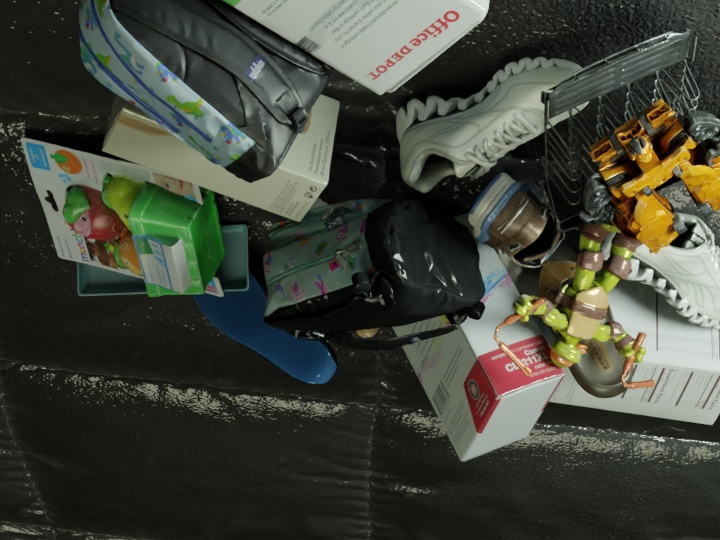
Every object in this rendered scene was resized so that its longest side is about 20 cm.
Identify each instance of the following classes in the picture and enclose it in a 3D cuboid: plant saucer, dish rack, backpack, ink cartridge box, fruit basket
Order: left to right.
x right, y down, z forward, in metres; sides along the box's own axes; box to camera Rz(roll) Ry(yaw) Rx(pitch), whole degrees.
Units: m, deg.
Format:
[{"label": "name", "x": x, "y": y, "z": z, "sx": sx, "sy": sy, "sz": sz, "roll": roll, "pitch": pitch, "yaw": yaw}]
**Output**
[{"label": "fruit basket", "x": -0.243, "y": -0.046, "z": 1.582, "sx": 0.198, "sy": 0.094, "sz": 0.186, "roll": 10, "pitch": 141, "yaw": 12}, {"label": "plant saucer", "x": -0.210, "y": -0.011, "z": 1.662, "sx": 0.198, "sy": 0.071, "sz": 0.019, "roll": -2, "pitch": 179, "yaw": 17}, {"label": "backpack", "x": -0.139, "y": -0.189, "z": 1.298, "sx": 0.200, "sy": 0.164, "sz": 0.153, "roll": 38, "pitch": 152, "yaw": -28}, {"label": "ink cartridge box", "x": -0.013, "y": -0.246, "z": 1.238, "sx": 0.199, "sy": 0.085, "sz": 0.146, "roll": 28, "pitch": 142, "yaw": -27}, {"label": "backpack", "x": 0.000, "y": 0.000, "z": 1.474, "sx": 0.199, "sy": 0.128, "sz": 0.166, "roll": -14, "pitch": 155, "yaw": 38}, {"label": "ink cartridge box", "x": 0.108, "y": 0.065, "z": 1.568, "sx": 0.082, "sy": 0.201, "sz": 0.146, "roll": -17, "pitch": 154, "yaw": -21}, {"label": "dish rack", "x": 0.225, "y": -0.122, "z": 1.330, "sx": 0.152, "sy": 0.055, "sz": 0.200, "roll": -25, "pitch": 155, "yaw": -4}]

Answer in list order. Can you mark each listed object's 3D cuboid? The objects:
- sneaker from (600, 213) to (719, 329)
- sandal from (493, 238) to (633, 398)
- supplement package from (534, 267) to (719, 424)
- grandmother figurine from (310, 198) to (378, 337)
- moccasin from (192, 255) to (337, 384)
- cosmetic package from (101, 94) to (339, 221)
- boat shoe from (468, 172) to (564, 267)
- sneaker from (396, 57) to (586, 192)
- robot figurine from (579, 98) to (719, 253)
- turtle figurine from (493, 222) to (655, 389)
[{"label": "sneaker", "x": 0.328, "y": -0.006, "z": 1.538, "sx": 0.199, "sy": 0.076, "sz": 0.081, "roll": 27, "pitch": 134, "yaw": -26}, {"label": "sandal", "x": 0.205, "y": 0.033, "z": 1.535, "sx": 0.081, "sy": 0.201, "sz": 0.055, "roll": -26, "pitch": 167, "yaw": -9}, {"label": "supplement package", "x": 0.286, "y": 0.076, "z": 1.626, "sx": 0.198, "sy": 0.115, "sz": 0.110, "roll": 9, "pitch": 146, "yaw": -1}, {"label": "grandmother figurine", "x": -0.036, "y": -0.002, "z": 1.640, "sx": 0.120, "sy": 0.061, "sz": 0.201, "roll": -14, "pitch": 140, "yaw": 3}, {"label": "moccasin", "x": -0.109, "y": 0.056, "z": 1.678, "sx": 0.200, "sy": 0.081, "sz": 0.068, "roll": 45, "pitch": -174, "yaw": 9}, {"label": "cosmetic package", "x": -0.126, "y": -0.133, "z": 1.419, "sx": 0.198, "sy": 0.106, "sz": 0.071, "roll": 18, "pitch": 144, "yaw": -17}, {"label": "boat shoe", "x": 0.149, "y": -0.037, "z": 1.450, "sx": 0.072, "sy": 0.072, "sz": 0.200, "roll": 41, "pitch": -171, "yaw": 11}, {"label": "sneaker", "x": 0.118, "y": -0.126, "z": 1.382, "sx": 0.199, "sy": 0.082, "sz": 0.075, "roll": -19, "pitch": 136, "yaw": 34}, {"label": "robot figurine", "x": 0.254, "y": -0.079, "z": 1.310, "sx": 0.144, "sy": 0.059, "sz": 0.200, "roll": -34, "pitch": 153, "yaw": 13}, {"label": "turtle figurine", "x": 0.222, "y": 0.031, "z": 1.474, "sx": 0.198, "sy": 0.064, "sz": 0.163, "roll": 19, "pitch": 101, "yaw": -27}]
